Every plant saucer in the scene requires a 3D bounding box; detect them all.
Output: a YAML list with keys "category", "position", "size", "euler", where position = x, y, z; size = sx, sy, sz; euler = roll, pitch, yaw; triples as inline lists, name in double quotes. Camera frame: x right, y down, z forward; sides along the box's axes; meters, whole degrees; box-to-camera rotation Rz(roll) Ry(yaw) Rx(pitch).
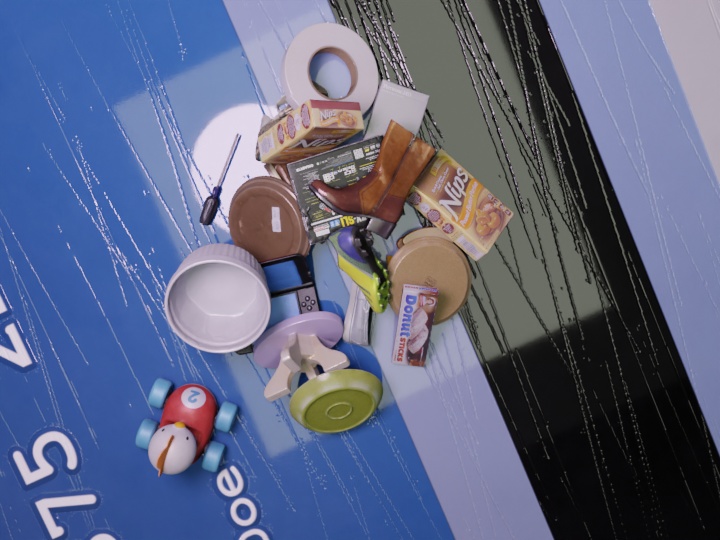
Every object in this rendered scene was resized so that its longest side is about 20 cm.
- category: "plant saucer"
  position: [-0.046, 0.274, 1.488]
  size: [0.196, 0.031, 0.202]
  euler: [-9, 136, -8]
- category: "plant saucer"
  position: [-0.188, -0.089, 1.481]
  size: [0.197, 0.029, 0.204]
  euler: [8, 109, 22]

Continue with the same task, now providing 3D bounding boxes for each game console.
- category: "game console"
  position: [-0.188, 0.072, 1.489]
  size: [0.197, 0.119, 0.175]
  euler: [-13, 88, 2]

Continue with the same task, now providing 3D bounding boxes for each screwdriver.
- category: "screwdriver"
  position: [-0.289, -0.189, 1.519]
  size: [0.028, 0.029, 0.203]
  euler: [22, 91, -1]

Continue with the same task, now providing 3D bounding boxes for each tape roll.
- category: "tape roll"
  position: [-0.060, -0.386, 1.453]
  size: [0.199, 0.037, 0.207]
  euler: [1, 86, -22]

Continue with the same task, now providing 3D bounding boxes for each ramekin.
- category: "ramekin"
  position: [-0.267, 0.044, 1.397]
  size: [0.196, 0.106, 0.203]
  euler: [-3, 119, -5]

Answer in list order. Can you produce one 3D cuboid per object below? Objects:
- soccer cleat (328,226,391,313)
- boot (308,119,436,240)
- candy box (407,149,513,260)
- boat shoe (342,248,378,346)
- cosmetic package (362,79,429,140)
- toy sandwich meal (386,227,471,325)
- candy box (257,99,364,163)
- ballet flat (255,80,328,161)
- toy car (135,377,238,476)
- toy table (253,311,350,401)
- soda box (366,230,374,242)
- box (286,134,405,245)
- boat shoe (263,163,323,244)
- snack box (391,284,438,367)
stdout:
- category: "soccer cleat"
  position: [0.000, -0.001, 1.423]
  size: [0.082, 0.065, 0.202]
  euler: [-5, 127, 28]
- category: "boot"
  position: [0.022, -0.186, 1.359]
  size: [0.186, 0.068, 0.202]
  euler: [27, 93, -9]
- category: "candy box"
  position: [0.197, -0.131, 1.470]
  size: [0.199, 0.055, 0.116]
  euler: [41, 63, -4]
- category: "boat shoe"
  position: [0.018, 0.058, 1.508]
  size: [0.070, 0.070, 0.204]
  euler: [15, 102, 17]
- category: "cosmetic package"
  position: [0.059, -0.269, 1.474]
  size: [0.105, 0.090, 0.203]
  euler: [16, 99, -3]
- category: "toy sandwich meal"
  position: [0.134, 0.012, 1.512]
  size: [0.201, 0.070, 0.209]
  euler: [-2, 103, -7]
- category: "candy box"
  position: [-0.097, -0.258, 1.383]
  size: [0.114, 0.199, 0.056]
  euler: [-7, 83, -37]
- category: "ballet flat"
  position: [-0.154, -0.309, 1.491]
  size: [0.200, 0.068, 0.075]
  euler: [-44, 72, -2]
- category: "toy car"
  position: [-0.365, 0.333, 1.476]
  size: [0.182, 0.200, 0.180]
  euler: [19, 95, -1]
- category: "toy table"
  position: [-0.118, 0.179, 1.475]
  size: [0.199, 0.118, 0.184]
  euler: [-33, 135, 18]
- category: "soda box"
  position: [-0.037, -0.138, 1.494]
  size: [0.063, 0.068, 0.203]
  euler: [-23, 93, 3]
- category: "box"
  position: [-0.029, -0.156, 1.414]
  size: [0.197, 0.049, 0.162]
  euler: [-18, 101, -4]
- category: "boat shoe"
  position: [-0.115, -0.151, 1.494]
  size: [0.068, 0.072, 0.201]
  euler: [-35, 98, -2]
- category: "snack box"
  position: [0.109, 0.115, 1.488]
  size: [0.071, 0.024, 0.202]
  euler: [7, 128, 1]
